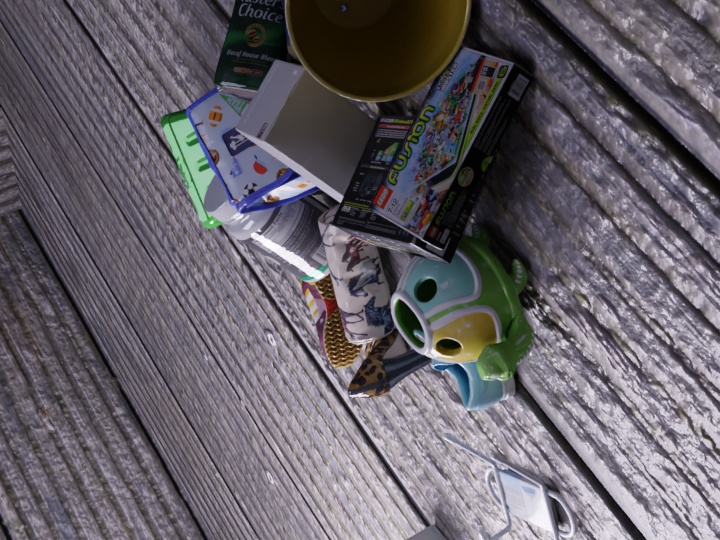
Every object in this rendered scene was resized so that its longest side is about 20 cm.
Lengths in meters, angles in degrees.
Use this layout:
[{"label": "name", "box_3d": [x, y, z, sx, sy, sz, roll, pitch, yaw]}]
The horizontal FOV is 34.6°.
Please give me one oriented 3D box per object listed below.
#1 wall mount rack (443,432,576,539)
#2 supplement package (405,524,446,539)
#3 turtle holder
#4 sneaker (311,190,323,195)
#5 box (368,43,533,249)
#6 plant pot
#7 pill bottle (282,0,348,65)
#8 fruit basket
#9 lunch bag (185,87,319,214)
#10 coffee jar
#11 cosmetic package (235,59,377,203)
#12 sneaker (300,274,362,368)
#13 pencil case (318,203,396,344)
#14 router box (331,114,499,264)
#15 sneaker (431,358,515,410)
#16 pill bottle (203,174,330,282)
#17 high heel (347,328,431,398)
[{"label": "wall mount rack", "box_3d": [0.190, 0.289, 1.511, 0.199, 0.074, 0.176, 9, 119, 62]}, {"label": "supplement package", "box_3d": [0.105, 0.537, 1.871, 0.117, 0.116, 0.202, 44, 148, 41]}, {"label": "turtle holder", "box_3d": [0.120, 0.053, 1.352, 0.187, 0.131, 0.141, 61, 156, 13]}, {"label": "sneaker", "box_3d": [-0.119, -0.132, 1.747, 0.200, 0.104, 0.077, -10, 103, 67]}, {"label": "box", "box_3d": [0.093, -0.132, 1.218, 0.110, 0.035, 0.202, 32, 95, 52]}, {"label": "plant pot", "box_3d": [0.005, -0.300, 1.251, 0.142, 0.198, 0.202, -119, 15, -63]}, {"label": "pill bottle", "box_3d": [-0.040, -0.345, 1.372, 0.112, 0.111, 0.202, 42, 148, 43]}, {"label": "fruit basket", "box_3d": [-0.250, -0.181, 1.956, 0.214, 0.155, 0.218, 23, 124, 38]}, {"label": "lunch bag", "box_3d": [-0.118, -0.184, 1.577, 0.171, 0.198, 0.124, 61, 156, 13]}, {"label": "coffee jar", "box_3d": [-0.120, -0.320, 1.482, 0.085, 0.103, 0.203, 16, -95, -75]}, {"label": "cosmetic package", "box_3d": [-0.044, -0.163, 1.434, 0.199, 0.107, 0.090, 35, 176, -33]}, {"label": "sneaker", "box_3d": [-0.048, 0.053, 1.823, 0.090, 0.074, 0.202, -151, 49, -67]}, {"label": "pencil case", "box_3d": [0.000, 0.000, 1.650, 0.078, 0.088, 0.202, -100, -4, -70]}, {"label": "router box", "box_3d": [0.061, -0.099, 1.340, 0.199, 0.062, 0.151, 17, 83, 60]}, {"label": "sneaker", "box_3d": [0.119, 0.083, 1.464, 0.201, 0.081, 0.074, 61, 155, 13]}, {"label": "pill bottle", "box_3d": [-0.122, -0.076, 1.678, 0.199, 0.114, 0.113, 34, 173, -30]}, {"label": "high heel", "box_3d": [0.010, 0.138, 1.672, 0.200, 0.141, 0.072, -3, 110, 65]}]
